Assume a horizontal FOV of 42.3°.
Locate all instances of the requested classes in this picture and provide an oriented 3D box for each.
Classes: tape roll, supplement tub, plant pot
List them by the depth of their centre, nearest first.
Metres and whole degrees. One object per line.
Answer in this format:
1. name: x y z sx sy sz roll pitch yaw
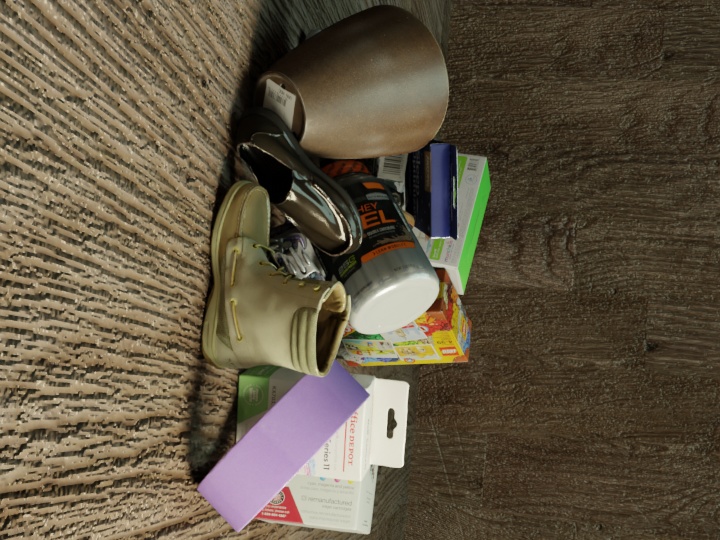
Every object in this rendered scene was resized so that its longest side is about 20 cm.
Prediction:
1. tape roll: -0.081 0.183 0.994 0.200 0.066 0.200 -46 176 -4
2. plant pot: -0.028 -0.211 1.115 0.199 0.186 0.188 -24 124 -42
3. supplement tub: 0.006 -0.032 1.154 0.123 0.122 0.201 76 -12 -61

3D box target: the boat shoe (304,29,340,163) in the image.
1. boat shoe: -0.052 -0.234 1.304 0.072 0.062 0.202 -38 132 -77

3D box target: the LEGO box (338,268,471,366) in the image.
1. LEGO box: 0.054 0.076 1.421 0.149 0.199 0.078 58 34 -48

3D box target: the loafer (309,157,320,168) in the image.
1. loafer: -0.067 -0.184 1.238 0.072 0.062 0.202 -4 98 -81

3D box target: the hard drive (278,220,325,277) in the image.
1. hard drive: -0.085 0.029 1.336 0.200 0.025 0.133 70 27 -67

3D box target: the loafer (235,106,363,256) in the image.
1. loafer: -0.077 -0.085 1.039 0.200 0.073 0.071 48 38 -17

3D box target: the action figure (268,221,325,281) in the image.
1. action figure: -0.076 0.010 1.084 0.200 0.069 0.131 -127 -159 -68

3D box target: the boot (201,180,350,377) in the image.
1. boot: -0.082 0.006 0.957 0.072 0.154 0.202 18 77 -55

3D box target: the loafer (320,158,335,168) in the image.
1. loafer: -0.044 -0.098 1.336 0.063 0.072 0.200 62 -18 12

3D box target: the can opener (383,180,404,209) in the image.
1. can opener: 0.028 -0.159 1.377 0.067 0.053 0.201 130 -42 -65

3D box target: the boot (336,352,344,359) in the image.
1. boot: -0.038 0.034 1.542 0.132 0.069 0.201 65 23 -57

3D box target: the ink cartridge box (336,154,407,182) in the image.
1. ink cartridge box: -0.004 -0.191 1.325 0.200 0.050 0.110 18 -79 56

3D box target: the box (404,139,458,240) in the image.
1. box: 0.091 -0.113 1.238 0.200 0.032 0.122 -134 -138 -75

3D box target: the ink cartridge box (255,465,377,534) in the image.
1. ink cartridge box: -0.053 0.248 1.271 0.145 0.144 0.201 65 30 -70

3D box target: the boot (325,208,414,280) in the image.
1. boot: 0.000 0.000 1.289 0.200 0.072 0.167 -23 -137 67

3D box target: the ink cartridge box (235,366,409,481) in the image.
1. ink cartridge box: -0.046 0.184 1.124 0.067 0.198 0.118 -26 120 -79

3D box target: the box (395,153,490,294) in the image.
1. box: 0.094 -0.083 1.445 0.097 0.175 0.201 67 36 -60
